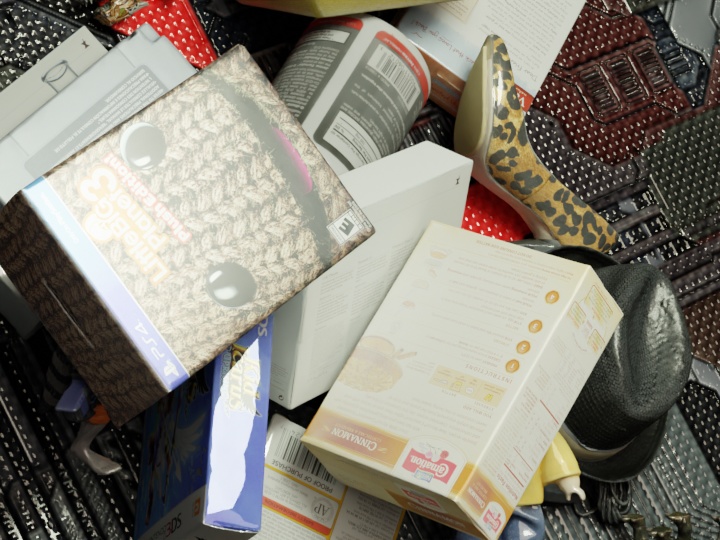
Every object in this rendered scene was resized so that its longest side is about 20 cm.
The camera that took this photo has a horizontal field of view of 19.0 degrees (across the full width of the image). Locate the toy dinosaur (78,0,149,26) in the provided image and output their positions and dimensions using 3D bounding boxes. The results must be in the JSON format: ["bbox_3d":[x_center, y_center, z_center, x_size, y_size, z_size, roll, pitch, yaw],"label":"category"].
[{"bbox_3d":[-0.174,-0.297,1.731,0.136,0.102,0.201,37,54,-19],"label":"toy dinosaur"}]

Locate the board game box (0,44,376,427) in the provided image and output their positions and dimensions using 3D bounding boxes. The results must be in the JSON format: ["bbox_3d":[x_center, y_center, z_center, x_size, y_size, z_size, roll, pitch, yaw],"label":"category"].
[{"bbox_3d":[-0.120,-0.025,1.423,0.200,0.097,0.160,-39,93,-32],"label":"board game box"}]

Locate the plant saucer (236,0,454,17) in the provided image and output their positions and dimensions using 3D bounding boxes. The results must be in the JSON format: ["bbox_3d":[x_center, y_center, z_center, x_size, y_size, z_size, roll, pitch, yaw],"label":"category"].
[{"bbox_3d":[-0.008,-0.242,1.745,0.199,0.200,0.049,-12,106,-28],"label":"plant saucer"}]

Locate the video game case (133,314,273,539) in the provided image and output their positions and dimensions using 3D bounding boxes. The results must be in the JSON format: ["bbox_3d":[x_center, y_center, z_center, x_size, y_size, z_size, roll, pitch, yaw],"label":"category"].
[{"bbox_3d":[-0.114,0.110,1.543,0.045,0.181,0.201,11,66,-20],"label":"video game case"}]

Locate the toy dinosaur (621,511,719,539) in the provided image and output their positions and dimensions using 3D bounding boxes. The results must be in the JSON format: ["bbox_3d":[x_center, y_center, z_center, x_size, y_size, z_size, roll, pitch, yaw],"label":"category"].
[{"bbox_3d":[0.259,0.251,1.740,0.199,0.077,0.103,-3,98,-36],"label":"toy dinosaur"}]

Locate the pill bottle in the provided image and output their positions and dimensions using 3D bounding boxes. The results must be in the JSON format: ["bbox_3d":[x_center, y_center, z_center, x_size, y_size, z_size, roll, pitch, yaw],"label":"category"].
[{"bbox_3d":[-0.034,-0.100,1.701,0.116,0.116,0.201,36,60,-9],"label":"pill bottle"}]

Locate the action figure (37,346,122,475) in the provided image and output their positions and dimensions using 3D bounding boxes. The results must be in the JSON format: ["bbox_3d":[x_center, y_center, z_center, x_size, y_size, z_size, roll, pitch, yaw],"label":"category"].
[{"bbox_3d":[-0.195,0.048,1.508,0.104,0.194,0.200,12,38,15],"label":"action figure"}]

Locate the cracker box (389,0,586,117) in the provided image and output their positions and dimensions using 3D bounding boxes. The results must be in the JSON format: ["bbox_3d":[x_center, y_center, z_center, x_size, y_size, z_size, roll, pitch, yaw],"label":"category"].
[{"bbox_3d":[0.112,-0.227,1.853,0.134,0.058,0.201,35,59,-9],"label":"cracker box"}]

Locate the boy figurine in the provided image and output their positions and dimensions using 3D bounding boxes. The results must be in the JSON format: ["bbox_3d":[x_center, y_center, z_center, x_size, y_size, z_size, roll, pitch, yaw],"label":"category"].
[{"bbox_3d":[0.113,0.152,1.647,0.123,0.064,0.201,6,89,2],"label":"boy figurine"}]

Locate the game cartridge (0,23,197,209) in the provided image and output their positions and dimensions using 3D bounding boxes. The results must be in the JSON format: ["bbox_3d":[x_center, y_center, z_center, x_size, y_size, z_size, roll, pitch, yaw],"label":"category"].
[{"bbox_3d":[-0.185,-0.082,1.611,0.133,0.040,0.200,46,59,0],"label":"game cartridge"}]

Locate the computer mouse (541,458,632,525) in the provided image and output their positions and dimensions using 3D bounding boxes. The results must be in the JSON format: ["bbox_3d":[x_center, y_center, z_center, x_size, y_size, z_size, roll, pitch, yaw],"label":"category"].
[{"bbox_3d":[0.134,0.138,1.726,0.199,0.053,0.139,-1,72,-26],"label":"computer mouse"}]

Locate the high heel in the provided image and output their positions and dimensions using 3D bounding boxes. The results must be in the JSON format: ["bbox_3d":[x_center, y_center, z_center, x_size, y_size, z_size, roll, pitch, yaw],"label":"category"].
[{"bbox_3d":[0.152,-0.097,1.787,0.142,0.071,0.201,-4,103,-21],"label":"high heel"}]

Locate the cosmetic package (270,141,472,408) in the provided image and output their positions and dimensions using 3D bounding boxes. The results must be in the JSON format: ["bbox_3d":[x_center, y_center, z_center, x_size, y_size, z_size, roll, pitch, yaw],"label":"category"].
[{"bbox_3d":[0.000,0.000,1.632,0.052,0.152,0.200,27,31,29],"label":"cosmetic package"}]

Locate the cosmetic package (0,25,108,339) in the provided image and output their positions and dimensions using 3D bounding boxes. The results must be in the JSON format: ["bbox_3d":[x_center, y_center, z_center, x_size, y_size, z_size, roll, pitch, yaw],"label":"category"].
[{"bbox_3d":[-0.232,-0.069,1.634,0.151,0.052,0.200,46,59,-1],"label":"cosmetic package"}]

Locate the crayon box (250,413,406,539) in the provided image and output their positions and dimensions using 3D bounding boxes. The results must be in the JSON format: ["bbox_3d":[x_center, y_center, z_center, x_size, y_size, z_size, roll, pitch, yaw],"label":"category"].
[{"bbox_3d":[-0.051,0.225,1.605,0.125,0.052,0.201,28,61,-14],"label":"crayon box"}]

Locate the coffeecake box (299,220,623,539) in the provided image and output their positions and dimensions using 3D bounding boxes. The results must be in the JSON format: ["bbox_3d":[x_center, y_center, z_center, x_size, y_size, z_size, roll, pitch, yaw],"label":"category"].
[{"bbox_3d":[0.074,0.078,1.574,0.201,0.153,0.073,-58,139,-17],"label":"coffeecake box"}]

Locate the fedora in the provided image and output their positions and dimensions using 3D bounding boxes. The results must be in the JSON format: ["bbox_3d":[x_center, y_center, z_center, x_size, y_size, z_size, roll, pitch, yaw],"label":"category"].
[{"bbox_3d":[0.208,0.065,1.720,0.200,0.091,0.202,15,64,-33],"label":"fedora"}]
